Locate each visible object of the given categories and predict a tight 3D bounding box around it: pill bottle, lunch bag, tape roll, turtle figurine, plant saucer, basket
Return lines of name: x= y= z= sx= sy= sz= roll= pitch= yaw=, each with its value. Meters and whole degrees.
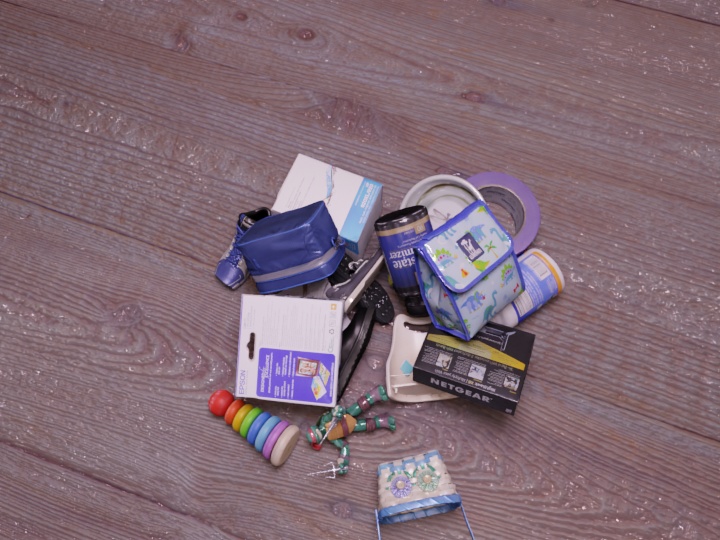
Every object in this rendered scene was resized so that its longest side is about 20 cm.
pill bottle: x=0.106 y=-0.019 z=1.083 sx=0.111 sy=0.112 sz=0.202 roll=-20 pitch=103 yaw=-4
pill bottle: x=0.317 y=0.052 z=1.140 sx=0.199 sy=0.112 sz=0.112 roll=-35 pitch=75 yaw=-8
lunch bag: x=0.195 y=-0.004 z=1.001 sx=0.169 sy=0.127 sz=0.201 roll=-35 pitch=114 yaw=-22
tape roll: x=0.288 y=-0.109 z=1.205 sx=0.197 sy=0.085 sz=0.202 roll=-1 pitch=73 yaw=2
turtle figurine: x=-0.034 y=0.308 z=1.072 sx=0.198 sy=0.151 sz=0.101 roll=-22 pitch=32 yaw=-17
plant saucer: x=0.176 y=-0.097 z=1.133 sx=0.198 sy=0.050 sz=0.203 roll=4 pitch=99 yaw=26
basket: x=0.107 y=0.452 z=1.009 sx=0.174 sy=0.139 sz=0.202 roll=-14 pitch=63 yaw=-3
lunch bag: x=-0.123 y=-0.039 z=1.061 sx=0.198 sy=0.136 sz=0.133 roll=-13 pitch=115 yaw=23

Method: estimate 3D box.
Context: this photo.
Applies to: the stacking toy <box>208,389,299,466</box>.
stacking toy: x=-0.226 y=0.309 z=1.100 sx=0.198 sy=0.085 sz=0.086 roll=26 pitch=75 yaw=15

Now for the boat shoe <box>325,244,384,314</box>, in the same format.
boat shoe: x=0.000 y=0.000 z=1.116 sx=0.062 sy=0.073 sz=0.200 roll=31 pitch=55 yaw=10

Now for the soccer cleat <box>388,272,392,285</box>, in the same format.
soccer cleat: x=0.092 y=-0.059 z=1.205 sx=0.083 sy=0.065 sz=0.202 roll=22 pitch=70 yaw=3

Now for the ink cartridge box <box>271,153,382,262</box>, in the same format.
ink cartridge box: x=-0.069 y=-0.132 z=1.190 sx=0.198 sy=0.147 sz=0.146 roll=21 pitch=75 yaw=8

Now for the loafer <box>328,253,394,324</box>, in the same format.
loafer: x=-0.006 y=0.039 z=1.181 sx=0.201 sy=0.070 sz=0.068 roll=46 pitch=55 yaw=-2

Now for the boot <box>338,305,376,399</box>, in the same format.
boot: x=-0.072 y=0.142 z=1.099 sx=0.157 sy=0.080 sz=0.213 roll=25 pitch=78 yaw=10

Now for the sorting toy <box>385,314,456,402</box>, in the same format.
sorting toy: x=0.143 y=0.170 z=1.122 sx=0.197 sy=0.107 sz=0.182 roll=-5 pitch=65 yaw=-1

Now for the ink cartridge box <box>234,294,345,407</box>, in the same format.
ink cartridge box: x=-0.134 y=0.148 z=1.039 sx=0.197 sy=0.043 sz=0.201 roll=4 pitch=89 yaw=6

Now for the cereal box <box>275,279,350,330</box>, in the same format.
cereal box: x=-0.098 y=0.118 z=1.170 sx=0.143 sy=0.040 sz=0.201 roll=-29 pitch=75 yaw=-6

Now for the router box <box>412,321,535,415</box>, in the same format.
router box: x=0.217 y=0.166 z=1.035 sx=0.198 sy=0.053 sz=0.158 roll=16 pitch=50 yaw=19

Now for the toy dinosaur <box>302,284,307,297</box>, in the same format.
toy dinosaur: x=-0.128 y=-0.003 z=1.179 sx=0.106 sy=0.060 sz=0.201 roll=-50 pitch=46 yaw=19

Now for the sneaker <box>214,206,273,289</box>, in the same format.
sneaker: x=-0.255 y=-0.067 z=1.193 sx=0.080 sy=0.115 sz=0.200 roll=32 pitch=77 yaw=12
